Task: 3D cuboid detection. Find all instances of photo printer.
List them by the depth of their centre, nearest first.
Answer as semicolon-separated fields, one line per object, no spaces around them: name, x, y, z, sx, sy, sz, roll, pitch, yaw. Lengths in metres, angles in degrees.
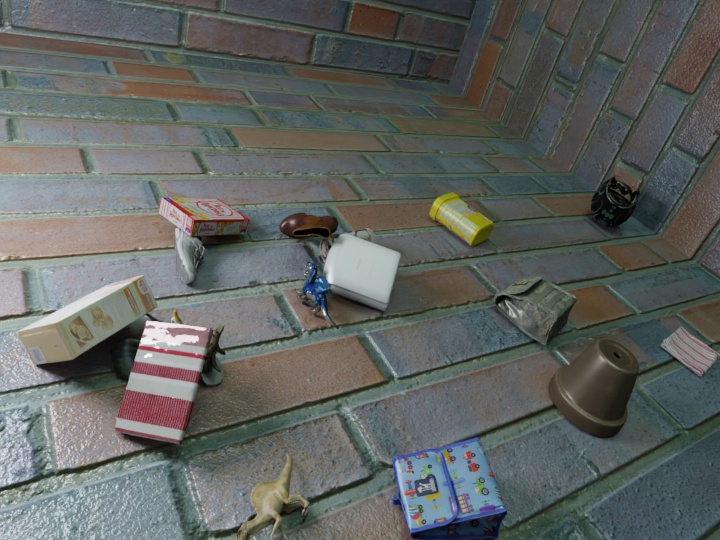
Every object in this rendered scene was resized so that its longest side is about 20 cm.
photo printer;0.000;0.000;1.459;0.193;0.070;0.171;19;66;0

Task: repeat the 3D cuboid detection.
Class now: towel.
towel;-0.352;0.197;0.977;0.138;0.023;0.207;4;69;15
towel;1.058;0.252;1.730;0.196;0.031;0.146;-15;48;-40

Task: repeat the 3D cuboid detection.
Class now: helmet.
helmet;1.106;-0.293;2.369;0.191;0.192;0.208;0;66;-1

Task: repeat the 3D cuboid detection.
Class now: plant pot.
plant pot;0.594;0.274;1.335;0.193;0.179;0.203;13;35;-9

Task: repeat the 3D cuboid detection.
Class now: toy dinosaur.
toy dinosaur;-0.134;0.387;0.917;0.098;0.060;0.201;24;34;10

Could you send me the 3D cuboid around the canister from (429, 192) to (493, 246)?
canister;0.364;-0.183;1.937;0.199;0.089;0.146;40;39;26

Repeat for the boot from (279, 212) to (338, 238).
boot;-0.159;-0.110;1.515;0.180;0.071;0.200;6;15;5

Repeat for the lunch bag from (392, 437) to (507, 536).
lunch bag;0.151;0.416;1.014;0.192;0.097;0.153;-4;39;-10

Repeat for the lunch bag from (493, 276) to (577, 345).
lunch bag;0.509;0.096;1.595;0.197;0.121;0.161;33;37;31

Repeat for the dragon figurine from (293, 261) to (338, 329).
dragon figurine;-0.100;0.055;1.362;0.099;0.060;0.198;-40;53;-19

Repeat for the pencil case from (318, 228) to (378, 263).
pencil case;-0.031;-0.068;1.586;0.196;0.093;0.076;-16;18;-42

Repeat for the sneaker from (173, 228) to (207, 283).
sneaker;-0.422;-0.045;1.357;0.079;0.077;0.202;0;38;-23

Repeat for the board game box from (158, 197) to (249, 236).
board game box;-0.423;-0.147;1.476;0.149;0.048;0.197;31;21;27

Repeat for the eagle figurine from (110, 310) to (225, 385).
eagle figurine;-0.373;0.153;1.091;0.192;0.157;0.152;-6;-15;16

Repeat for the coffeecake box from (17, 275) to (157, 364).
coffeecake box;-0.523;0.093;1.047;0.149;0.075;0.200;-12;18;34
